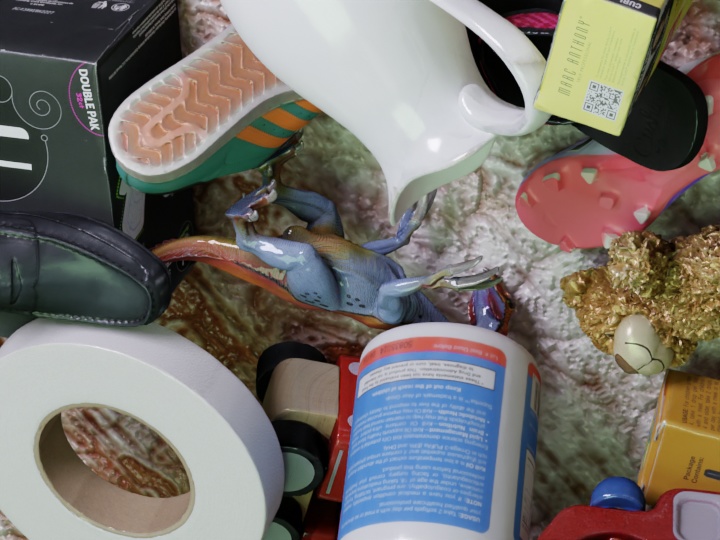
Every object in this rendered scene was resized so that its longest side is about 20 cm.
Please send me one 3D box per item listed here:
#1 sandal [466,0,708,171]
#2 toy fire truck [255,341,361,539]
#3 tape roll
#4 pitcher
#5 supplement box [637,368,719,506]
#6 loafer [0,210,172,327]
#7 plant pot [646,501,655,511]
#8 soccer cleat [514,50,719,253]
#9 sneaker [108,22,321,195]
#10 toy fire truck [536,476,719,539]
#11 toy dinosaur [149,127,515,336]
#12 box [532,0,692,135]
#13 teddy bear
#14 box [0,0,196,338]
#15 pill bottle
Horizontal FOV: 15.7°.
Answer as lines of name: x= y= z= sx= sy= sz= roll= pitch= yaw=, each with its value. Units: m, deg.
sandal: x=0.106 y=-0.112 z=1.450 sx=0.200 sy=0.045 sz=0.075 roll=30 pitch=121 yaw=41
toy fire truck: x=0.017 y=0.158 z=1.667 sx=0.200 sy=0.129 sz=0.176 roll=11 pitch=131 yaw=-9
tape roll: x=-0.144 y=0.113 z=1.595 sx=0.203 sy=0.037 sz=0.203 roll=12 pitch=131 yaw=14
pitcher: x=0.015 y=-0.140 z=1.403 sx=0.200 sy=0.121 sz=0.172 roll=56 pitch=148 yaw=-2
supplement box: x=0.268 y=0.119 z=1.545 sx=0.200 sy=0.069 sz=0.067 roll=12 pitch=125 yaw=1
loafer: x=-0.209 y=-0.002 z=1.519 sx=0.200 sy=0.070 sz=0.068 roll=15 pitch=124 yaw=12
plant pot: x=0.205 y=0.252 z=1.609 sx=0.200 sy=0.200 sz=0.175 roll=35 pitch=143 yaw=-2
soccer cleat: x=0.167 y=-0.071 z=1.494 sx=0.067 sy=0.076 sz=0.200 roll=46 pitch=140 yaw=-9
sneaker: x=-0.056 y=-0.109 z=1.522 sx=0.200 sy=0.080 sz=0.071 roll=-29 pitch=78 yaw=-7
toy fire truck: x=0.180 y=0.188 z=1.466 sx=0.200 sy=0.168 sz=0.112 roll=6 pitch=130 yaw=4
toy dinosaur: x=0.000 y=0.000 z=1.571 sx=0.200 sy=0.105 sz=0.182 roll=-27 pitch=117 yaw=29
box: x=0.146 y=-0.150 z=1.363 sx=0.050 sy=0.200 sz=0.075 roll=20 pitch=124 yaw=9
teddy bear: x=0.207 y=0.010 z=1.497 sx=0.200 sy=0.067 sz=0.145 roll=-17 pitch=157 yaw=25
box: x=-0.193 y=-0.070 z=1.592 sx=0.148 sy=0.124 sz=0.200 roll=8 pitch=121 yaw=18
pill bottle: x=0.044 y=0.141 z=1.526 sx=0.112 sy=0.200 sz=0.112 roll=6 pitch=151 yaw=3
